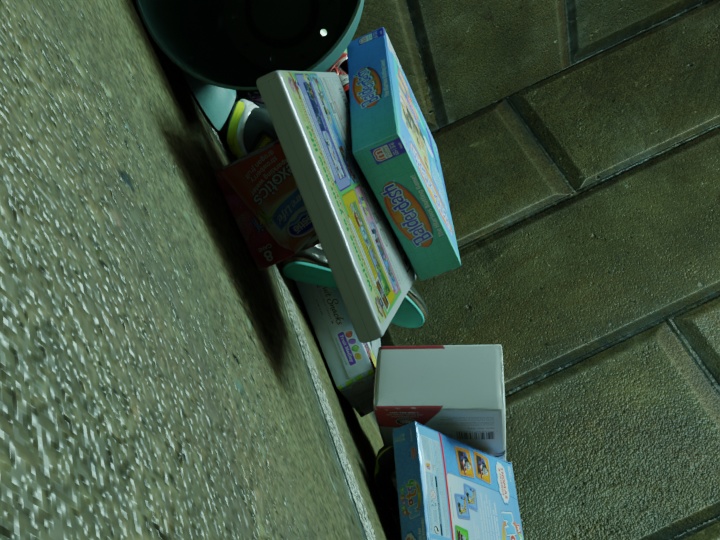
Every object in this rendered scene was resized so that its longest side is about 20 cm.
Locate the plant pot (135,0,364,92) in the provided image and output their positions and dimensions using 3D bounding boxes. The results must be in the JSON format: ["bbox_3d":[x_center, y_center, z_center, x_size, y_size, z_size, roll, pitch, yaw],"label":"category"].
[{"bbox_3d":[-0.086,-0.256,0.744,0.161,0.198,0.203,-48,114,-84],"label":"plant pot"}]

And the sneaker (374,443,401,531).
[{"bbox_3d":[0.073,0.280,0.926,0.081,0.073,0.203,-140,-153,-84],"label":"sneaker"}]

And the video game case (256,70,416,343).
[{"bbox_3d":[-0.011,-0.062,0.657,0.182,0.022,0.203,-48,117,-73],"label":"video game case"}]

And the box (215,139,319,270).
[{"bbox_3d":[-0.068,-0.077,0.787,0.200,0.098,0.097,-111,177,-79],"label":"box"}]

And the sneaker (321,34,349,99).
[{"bbox_3d":[-0.055,-0.260,0.949,0.107,0.067,0.204,6,-59,49],"label":"sneaker"}]

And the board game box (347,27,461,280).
[{"bbox_3d":[0.038,-0.113,0.766,0.201,0.044,0.153,-93,159,-51],"label":"board game box"}]

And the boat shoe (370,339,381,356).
[{"bbox_3d":[-0.010,0.088,1.164,0.074,0.067,0.203,-140,-132,-65],"label":"boat shoe"}]

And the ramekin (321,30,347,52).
[{"bbox_3d":[-0.101,-0.263,1.180,0.200,0.197,0.099,60,13,-86],"label":"ramekin"}]

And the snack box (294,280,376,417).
[{"bbox_3d":[-0.028,0.068,1.019,0.143,0.052,0.202,66,0,-64],"label":"snack box"}]

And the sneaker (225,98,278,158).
[{"bbox_3d":[-0.089,-0.125,0.961,0.084,0.075,0.200,18,-10,20],"label":"sneaker"}]

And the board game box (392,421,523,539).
[{"bbox_3d":[0.111,0.261,0.869,0.199,0.036,0.153,30,45,-42],"label":"board game box"}]

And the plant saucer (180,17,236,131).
[{"bbox_3d":[-0.179,-0.249,0.872,0.200,0.036,0.202,-24,91,-89],"label":"plant saucer"}]

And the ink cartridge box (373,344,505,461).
[{"bbox_3d":[0.100,0.173,0.972,0.201,0.144,0.084,76,16,-54],"label":"ink cartridge box"}]

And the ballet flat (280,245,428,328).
[{"bbox_3d":[0.000,0.000,0.942,0.198,0.068,0.069,26,54,-26],"label":"ballet flat"}]

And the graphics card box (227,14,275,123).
[{"bbox_3d":[-0.121,-0.229,1.038,0.051,0.124,0.202,-113,179,-66],"label":"graphics card box"}]
